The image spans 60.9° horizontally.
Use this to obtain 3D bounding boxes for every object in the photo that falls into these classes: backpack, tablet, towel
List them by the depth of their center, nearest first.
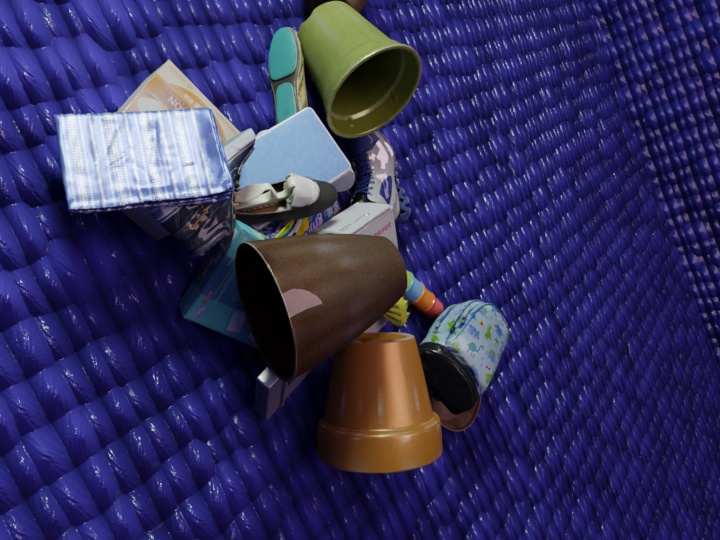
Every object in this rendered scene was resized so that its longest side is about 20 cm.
[{"bbox_3d":[-0.269,-0.144,0.768,0.198,0.024,0.146,-9,68,-23],"label":"towel"},{"bbox_3d":[-0.126,-0.169,0.999,0.199,0.014,0.131,-35,90,-18],"label":"tablet"},{"bbox_3d":[0.205,0.148,1.201,0.164,0.153,0.200,53,33,-12],"label":"backpack"}]

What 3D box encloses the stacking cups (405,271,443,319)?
[{"bbox_3d":[0.095,0.038,1.218,0.200,0.060,0.061,41,52,-33],"label":"stacking cups"}]

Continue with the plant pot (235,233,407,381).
[{"bbox_3d":[-0.042,0.026,0.833,0.199,0.187,0.189,-19,92,-27],"label":"plant pot"}]

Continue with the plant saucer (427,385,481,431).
[{"bbox_3d":[0.180,0.228,1.262,0.199,0.036,0.202,16,67,-42],"label":"plant saucer"}]

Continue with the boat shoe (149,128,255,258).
[{"bbox_3d":[-0.196,-0.109,0.850,0.091,0.070,0.201,54,53,-24],"label":"boat shoe"}]

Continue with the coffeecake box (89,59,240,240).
[{"bbox_3d":[-0.282,-0.171,0.874,0.154,0.073,0.201,45,50,-29],"label":"coffeecake box"}]

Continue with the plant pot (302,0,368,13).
[{"bbox_3d":[-0.034,-0.588,1.193,0.199,0.199,0.176,26,77,-39],"label":"plant pot"}]

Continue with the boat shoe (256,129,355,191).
[{"bbox_3d":[-0.101,-0.200,1.086,0.199,0.074,0.066,23,31,-34],"label":"boat shoe"}]

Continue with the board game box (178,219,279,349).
[{"bbox_3d":[-0.144,0.036,0.915,0.199,0.047,0.152,31,97,-37],"label":"board game box"}]

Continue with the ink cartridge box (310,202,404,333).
[{"bbox_3d":[0.000,0.000,1.063,0.145,0.084,0.202,-37,129,-46],"label":"ink cartridge box"}]

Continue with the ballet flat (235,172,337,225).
[{"bbox_3d":[-0.125,-0.110,0.943,0.198,0.069,0.068,-16,68,-17],"label":"ballet flat"}]

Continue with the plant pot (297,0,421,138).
[{"bbox_3d":[-0.020,-0.382,1.119,0.199,0.201,0.185,-9,57,-47],"label":"plant pot"}]

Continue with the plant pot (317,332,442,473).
[{"bbox_3d":[0.027,0.196,0.970,0.199,0.199,0.185,-3,91,-46],"label":"plant pot"}]

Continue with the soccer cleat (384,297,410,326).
[{"bbox_3d":[0.022,0.031,0.994,0.083,0.065,0.201,-34,136,-6],"label":"soccer cleat"}]

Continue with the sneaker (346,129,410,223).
[{"bbox_3d":[0.021,-0.170,1.185,0.115,0.080,0.201,-35,105,-48],"label":"sneaker"}]

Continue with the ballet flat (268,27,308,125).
[{"bbox_3d":[-0.125,-0.333,1.101,0.070,0.070,0.202,7,73,-45],"label":"ballet flat"}]

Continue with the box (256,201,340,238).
[{"bbox_3d":[-0.114,-0.071,1.013,0.200,0.070,0.065,-55,133,-40],"label":"box"}]

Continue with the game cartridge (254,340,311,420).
[{"bbox_3d":[-0.083,0.129,0.934,0.038,0.130,0.200,38,58,10],"label":"game cartridge"}]
